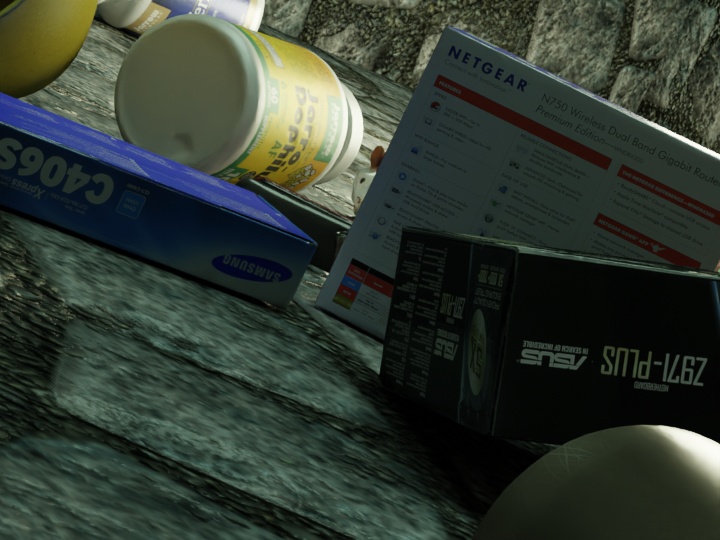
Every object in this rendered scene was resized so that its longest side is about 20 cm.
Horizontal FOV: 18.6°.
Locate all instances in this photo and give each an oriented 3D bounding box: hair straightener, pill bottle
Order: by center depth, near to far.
[{"bbox_3d":[0.000,0.000,1.377,0.200,0.041,0.077,32,9,11],"label":"hair straightener"},{"bbox_3d":[-0.077,-0.110,1.544,0.113,0.113,0.200,29,8,24],"label":"pill bottle"},{"bbox_3d":[-0.211,-0.300,2.342,0.200,0.116,0.116,19,10,-36],"label":"pill bottle"}]

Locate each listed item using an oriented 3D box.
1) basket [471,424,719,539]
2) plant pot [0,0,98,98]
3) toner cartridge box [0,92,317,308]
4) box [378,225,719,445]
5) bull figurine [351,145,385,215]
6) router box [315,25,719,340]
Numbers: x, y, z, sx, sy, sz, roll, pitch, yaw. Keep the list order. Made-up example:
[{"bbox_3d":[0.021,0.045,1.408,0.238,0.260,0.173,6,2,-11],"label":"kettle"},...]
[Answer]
[{"bbox_3d":[0.108,0.121,0.581,0.180,0.136,0.200,18,6,-17],"label":"basket"},{"bbox_3d":[-0.238,-0.182,1.341,0.200,0.200,0.142,29,-17,25],"label":"plant pot"},{"bbox_3d":[-0.130,-0.042,1.187,0.200,0.043,0.095,21,10,-29],"label":"toner cartridge box"},{"bbox_3d":[0.115,0.035,1.055,0.163,0.086,0.200,8,2,-15],"label":"box"},{"bbox_3d":[0.082,-0.039,1.760,0.200,0.065,0.121,13,19,-49],"label":"bull figurine"},{"bbox_3d":[0.102,-0.016,1.254,0.200,0.180,0.049,28,9,10],"label":"router box"}]
